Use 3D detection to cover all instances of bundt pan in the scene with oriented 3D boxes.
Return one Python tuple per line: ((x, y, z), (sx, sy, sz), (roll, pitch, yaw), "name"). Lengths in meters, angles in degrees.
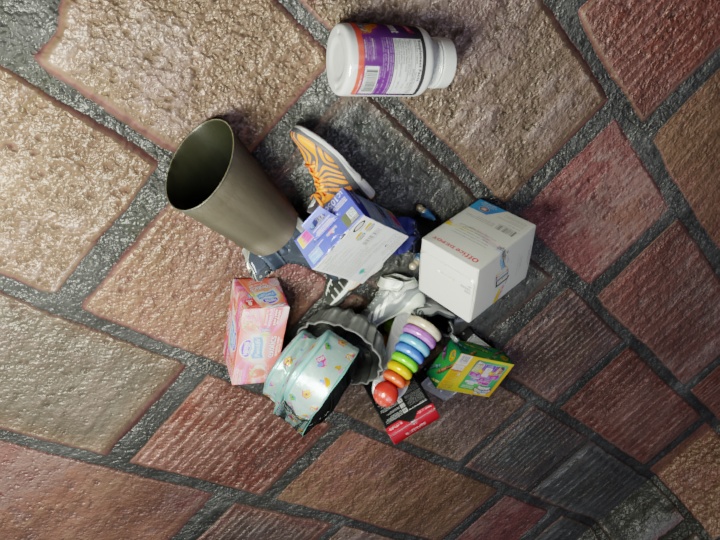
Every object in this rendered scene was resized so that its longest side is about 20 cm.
((-0.036, 0.154, 1.335), (0.201, 0.076, 0.203), (14, 137, 13), "bundt pan")

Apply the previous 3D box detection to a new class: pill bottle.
((0.053, -0.343, 1.017), (0.199, 0.112, 0.112), (-6, 128, -23), "pill bottle")

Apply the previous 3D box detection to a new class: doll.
((0.114, -0.067, 1.278), (0.199, 0.048, 0.137), (-9, 106, -45), "doll")

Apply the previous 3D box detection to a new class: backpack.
((-0.094, 0.207, 1.225), (0.176, 0.153, 0.200), (-49, 180, -35), "backpack")

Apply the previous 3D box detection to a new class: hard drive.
((0.254, 0.249, 1.627), (0.200, 0.038, 0.140), (-44, 131, 11), "hard drive")

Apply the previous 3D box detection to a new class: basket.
((-0.205, -0.120, 1.036), (0.135, 0.181, 0.200), (-18, 143, 22), "basket")

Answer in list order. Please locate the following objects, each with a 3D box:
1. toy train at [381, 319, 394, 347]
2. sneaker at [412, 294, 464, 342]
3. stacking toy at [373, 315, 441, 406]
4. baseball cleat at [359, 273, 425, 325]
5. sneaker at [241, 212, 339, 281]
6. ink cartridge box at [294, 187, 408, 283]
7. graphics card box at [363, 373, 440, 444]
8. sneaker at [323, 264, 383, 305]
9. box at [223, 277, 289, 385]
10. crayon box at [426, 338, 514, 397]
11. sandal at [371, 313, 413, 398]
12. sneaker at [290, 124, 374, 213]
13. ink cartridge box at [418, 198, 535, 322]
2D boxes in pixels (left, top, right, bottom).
((0.057, 0.165, 1.441), (0.199, 0.085, 0.116), (3, 114, -28), "toy train")
((0.203, 0.117, 1.427), (0.199, 0.140, 0.078), (11, 119, -32), "sneaker")
((0.090, 0.198, 1.325), (0.201, 0.085, 0.085), (-56, 135, -16), "stacking toy")
((0.042, 0.070, 1.373), (0.199, 0.070, 0.107), (-24, 100, 10), "baseball cleat")
((-0.135, -0.017, 1.191), (0.146, 0.077, 0.202), (-44, 123, -4), "sneaker")
((-0.021, -0.061, 1.105), (0.136, 0.076, 0.200), (-46, 152, 17), "ink cartridge box")
((0.089, 0.299, 1.473), (0.125, 0.200, 0.051), (-31, 132, -2), "graphics card box")
((0.000, 0.000, 1.284), (0.080, 0.074, 0.200), (24, 112, -40), "sneaker")
((-0.214, 0.124, 1.255), (0.094, 0.103, 0.201), (-2, 127, -25), "box")
((0.281, 0.251, 1.576), (0.199, 0.058, 0.119), (16, 117, -34), "crayon box")
((0.079, 0.198, 1.392), (0.079, 0.208, 0.059), (22, 160, -7), "sandal")
((-0.070, -0.157, 1.098), (0.112, 0.078, 0.200), (-48, 117, 0), "sneaker")
((0.239, -0.024, 1.288), (0.200, 0.147, 0.145), (-32, 139, -32), "ink cartridge box")
